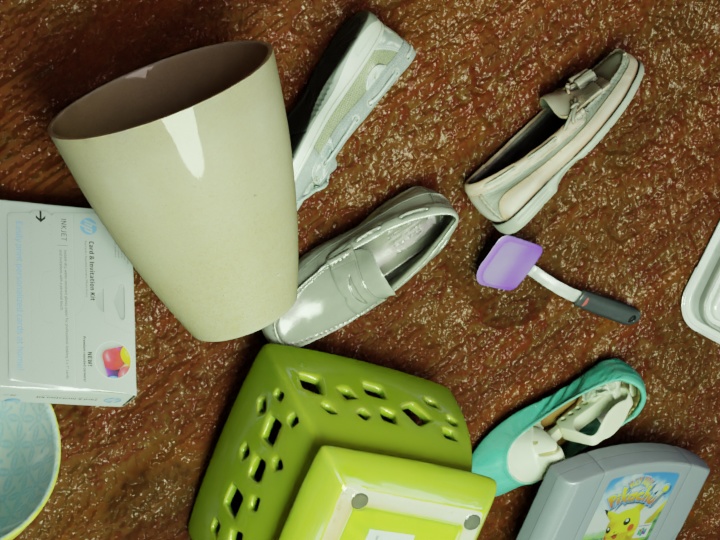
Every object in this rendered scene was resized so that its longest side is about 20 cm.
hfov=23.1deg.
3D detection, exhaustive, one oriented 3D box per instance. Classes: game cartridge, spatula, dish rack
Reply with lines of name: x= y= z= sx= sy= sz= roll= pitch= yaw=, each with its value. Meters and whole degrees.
game cartridge: x=0.243 y=0.226 z=1.674 sx=0.198 sy=0.040 sz=0.134 roll=0 pitch=119 yaw=-37
spatula: x=0.189 y=0.017 z=1.642 sx=0.199 sy=0.021 sz=0.057 roll=23 pitch=114 yaw=-30
dish rack: x=0.421 y=-0.007 z=1.732 sx=0.171 sy=0.043 sz=0.201 roll=26 pitch=91 yaw=-26

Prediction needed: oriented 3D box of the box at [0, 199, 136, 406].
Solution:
box: x=-0.278 y=0.023 z=1.391 sx=0.198 sy=0.041 sz=0.158 roll=4 pitch=70 yaw=-24

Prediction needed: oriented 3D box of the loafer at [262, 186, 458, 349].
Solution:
loafer: x=0.000 y=0.000 z=1.531 sx=0.200 sy=0.070 sz=0.070 roll=-41 pitch=116 yaw=-9

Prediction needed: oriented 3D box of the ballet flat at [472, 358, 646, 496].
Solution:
ballet flat: x=0.187 y=0.152 z=1.652 sx=0.199 sy=0.070 sz=0.068 roll=-34 pitch=114 yaw=-12

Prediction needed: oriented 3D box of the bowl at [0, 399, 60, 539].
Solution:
bowl: x=-0.345 y=0.154 z=1.382 sx=0.198 sy=0.202 sz=0.108 roll=6 pitch=143 yaw=-25

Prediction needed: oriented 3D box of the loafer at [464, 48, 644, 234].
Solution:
loafer: x=0.174 y=-0.126 z=1.581 sx=0.063 sy=0.072 sz=0.200 roll=40 pitch=88 yaw=-19

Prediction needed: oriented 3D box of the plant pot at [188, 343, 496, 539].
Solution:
plant pot: x=-0.010 y=0.204 z=1.498 sx=0.197 sy=0.182 sz=0.201 roll=14 pitch=110 yaw=-27

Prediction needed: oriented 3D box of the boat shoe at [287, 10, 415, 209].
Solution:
boat shoe: x=-0.025 y=-0.120 z=1.490 sx=0.064 sy=0.074 sz=0.203 roll=32 pitch=82 yaw=-23

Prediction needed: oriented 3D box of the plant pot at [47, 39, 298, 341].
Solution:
plant pot: x=-0.124 y=-0.054 z=1.397 sx=0.186 sy=0.187 sz=0.202 roll=-26 pitch=112 yaw=-16
